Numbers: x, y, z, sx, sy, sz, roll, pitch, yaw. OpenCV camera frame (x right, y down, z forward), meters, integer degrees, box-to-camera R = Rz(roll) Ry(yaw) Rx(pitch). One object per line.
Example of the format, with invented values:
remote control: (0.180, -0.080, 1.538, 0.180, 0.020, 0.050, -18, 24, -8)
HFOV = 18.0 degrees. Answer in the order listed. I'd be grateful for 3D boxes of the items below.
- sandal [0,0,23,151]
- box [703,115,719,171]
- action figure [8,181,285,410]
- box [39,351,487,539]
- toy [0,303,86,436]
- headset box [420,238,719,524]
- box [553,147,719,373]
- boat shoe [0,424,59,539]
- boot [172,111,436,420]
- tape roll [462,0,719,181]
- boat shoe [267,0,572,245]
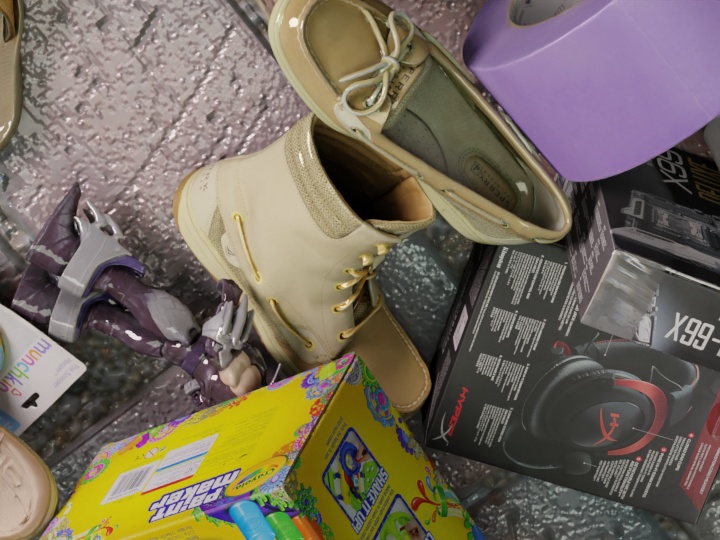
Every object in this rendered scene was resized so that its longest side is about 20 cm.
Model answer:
sandal: (-0.231, -0.154, 1.290, 0.080, 0.054, 0.202, -3, 112, 0)
box: (0.330, -0.099, 1.281, 0.198, 0.131, 0.201, 24, 109, -11)
action figure: (-0.107, 0.038, 1.338, 0.199, 0.070, 0.130, 32, 148, 0)
box: (-0.045, 0.180, 1.271, 0.199, 0.122, 0.193, -22, 113, 34)
toy: (-0.275, 0.039, 1.348, 0.200, 0.047, 0.115, 38, 135, -12)
headset box: (0.152, 0.055, 1.368, 0.198, 0.075, 0.150, 16, 111, -7)
box: (0.195, -0.007, 1.278, 0.156, 0.200, 0.050, 20, 113, -8)
boat shoe: (-0.249, 0.117, 1.349, 0.199, 0.064, 0.072, 17, 78, 33)
boot: (0.000, 0.000, 1.308, 0.200, 0.073, 0.155, 50, 142, -13)
tape roll: (0.156, -0.147, 1.222, 0.200, 0.200, 0.085, -38, 108, 13)
boat shoe: (0.035, -0.083, 1.204, 0.201, 0.063, 0.073, 46, 73, -26)
